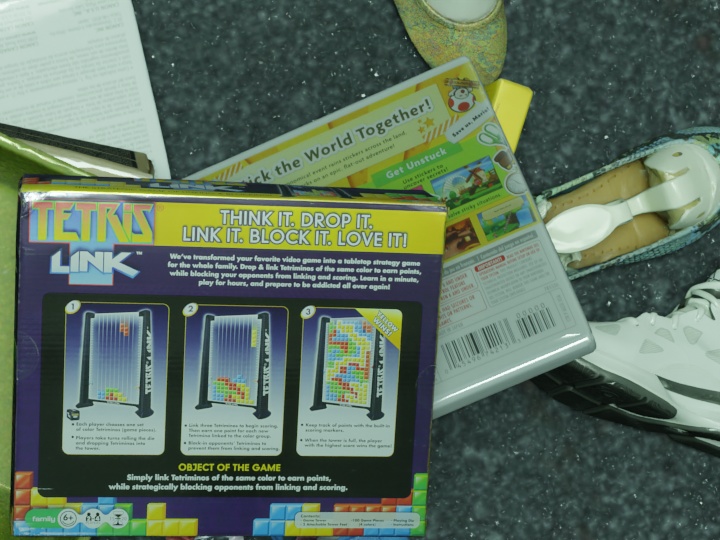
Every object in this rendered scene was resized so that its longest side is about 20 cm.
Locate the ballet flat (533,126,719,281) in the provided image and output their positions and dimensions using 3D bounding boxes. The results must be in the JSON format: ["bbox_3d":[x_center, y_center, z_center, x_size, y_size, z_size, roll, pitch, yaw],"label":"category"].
[{"bbox_3d":[0.164,-0.036,0.976,0.200,0.074,0.074,-25,92,-14],"label":"ballet flat"}]

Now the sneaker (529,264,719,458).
[{"bbox_3d":[0.186,0.037,0.983,0.200,0.076,0.116,21,72,-19],"label":"sneaker"}]

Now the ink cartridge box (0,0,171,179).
[{"bbox_3d":[-0.191,-0.056,0.914,0.160,0.047,0.201,-15,106,-15],"label":"ink cartridge box"}]

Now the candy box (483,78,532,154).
[{"bbox_3d":[0.044,-0.007,0.926,0.026,0.102,0.201,20,81,-15],"label":"candy box"}]

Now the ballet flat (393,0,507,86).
[{"bbox_3d":[0.046,-0.208,0.962,0.071,0.071,0.201,-15,90,-14],"label":"ballet flat"}]

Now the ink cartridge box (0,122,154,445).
[{"bbox_3d":[-0.208,0.022,0.854,0.164,0.075,0.201,11,99,-12],"label":"ink cartridge box"}]

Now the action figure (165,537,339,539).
[{"bbox_3d":[-0.036,0.214,0.902,0.134,0.149,0.200,-34,73,-13],"label":"action figure"}]

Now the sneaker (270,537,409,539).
[{"bbox_3d":[-0.031,0.117,0.913,0.066,0.078,0.200,-37,96,-15],"label":"sneaker"}]

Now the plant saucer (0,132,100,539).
[{"bbox_3d":[-0.197,0.029,0.794,0.199,0.048,0.200,24,95,-15],"label":"plant saucer"}]

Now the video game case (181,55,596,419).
[{"bbox_3d":[0.000,0.000,0.862,0.200,0.023,0.182,-23,66,5],"label":"video game case"}]

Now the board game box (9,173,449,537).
[{"bbox_3d":[-0.065,0.042,0.769,0.199,0.057,0.166,2,99,-10],"label":"board game box"}]
